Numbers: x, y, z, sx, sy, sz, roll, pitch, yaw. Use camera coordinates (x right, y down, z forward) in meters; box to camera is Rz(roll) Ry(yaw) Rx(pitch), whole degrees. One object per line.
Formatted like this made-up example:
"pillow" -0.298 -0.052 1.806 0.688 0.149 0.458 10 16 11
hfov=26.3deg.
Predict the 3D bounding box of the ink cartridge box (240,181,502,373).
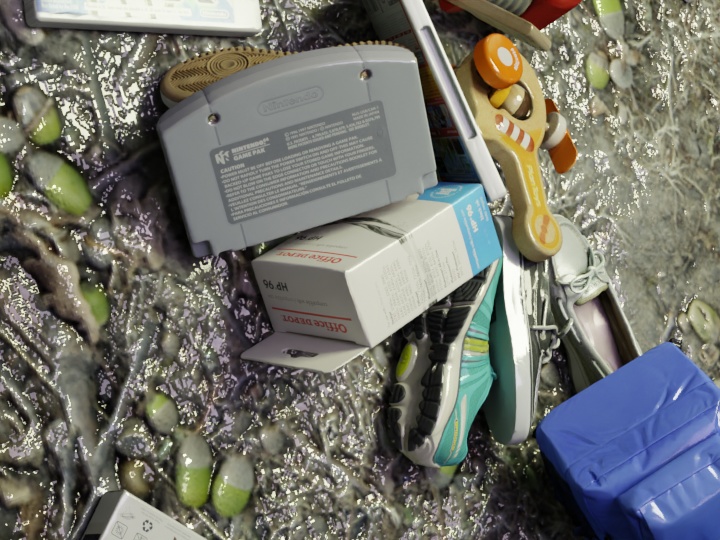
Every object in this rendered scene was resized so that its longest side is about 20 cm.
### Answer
"ink cartridge box" 0.000 0.000 1.202 0.200 0.116 0.068 -34 115 -36

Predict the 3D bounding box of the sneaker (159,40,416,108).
"sneaker" -0.056 -0.118 1.218 0.199 0.113 0.071 -4 48 -6

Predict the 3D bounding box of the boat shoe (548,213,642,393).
"boat shoe" 0.211 0.042 1.386 0.074 0.065 0.203 -23 95 -37

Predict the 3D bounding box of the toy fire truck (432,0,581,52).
"toy fire truck" 0.126 -0.247 1.313 0.176 0.129 0.201 15 61 -35

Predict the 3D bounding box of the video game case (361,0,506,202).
"video game case" 0.056 -0.151 1.267 0.017 0.143 0.201 -25 98 -8

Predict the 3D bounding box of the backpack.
"backpack" 0.257 0.198 1.309 0.162 0.168 0.200 -27 130 0

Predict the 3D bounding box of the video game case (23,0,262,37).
"video game case" -0.173 -0.275 1.189 0.199 0.022 0.183 -4 84 -36

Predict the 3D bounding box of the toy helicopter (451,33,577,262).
"toy helicopter" 0.142 -0.103 1.339 0.132 0.079 0.201 4 68 -43

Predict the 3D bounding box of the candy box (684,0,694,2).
"candy box" 0.307 -0.396 1.533 0.200 0.071 0.168 33 64 -28

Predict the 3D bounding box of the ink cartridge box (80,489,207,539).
"ink cartridge box" -0.177 0.265 1.079 0.099 0.039 0.201 37 61 -26

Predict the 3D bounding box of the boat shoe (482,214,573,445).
"boat shoe" 0.142 0.051 1.330 0.068 0.074 0.200 4 70 -21

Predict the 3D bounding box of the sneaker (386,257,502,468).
"sneaker" 0.078 0.068 1.291 0.080 0.077 0.201 29 73 -43

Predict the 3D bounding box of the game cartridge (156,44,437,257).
"game cartridge" -0.047 -0.095 1.158 0.199 0.041 0.134 -17 126 -7
